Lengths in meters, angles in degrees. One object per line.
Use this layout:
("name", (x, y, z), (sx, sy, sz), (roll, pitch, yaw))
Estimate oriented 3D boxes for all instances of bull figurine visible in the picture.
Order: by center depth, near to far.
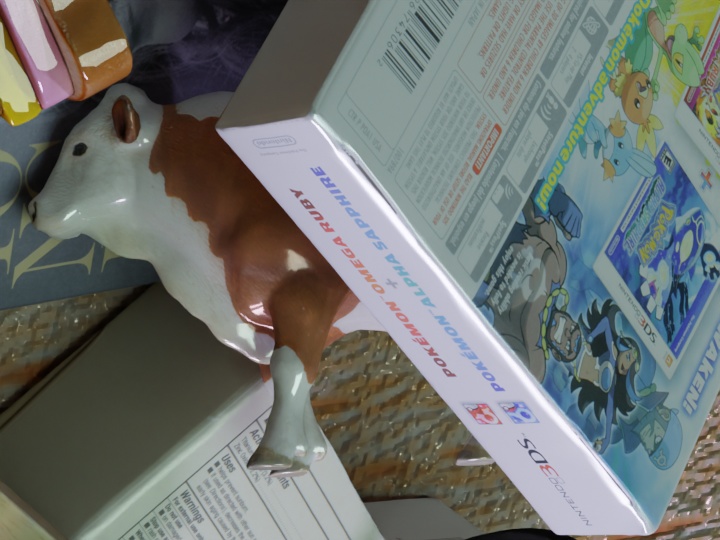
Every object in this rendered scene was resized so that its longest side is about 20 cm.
("bull figurine", (0.000, 0.000, 0.930), (0.199, 0.065, 0.122), (-3, 82, -19))

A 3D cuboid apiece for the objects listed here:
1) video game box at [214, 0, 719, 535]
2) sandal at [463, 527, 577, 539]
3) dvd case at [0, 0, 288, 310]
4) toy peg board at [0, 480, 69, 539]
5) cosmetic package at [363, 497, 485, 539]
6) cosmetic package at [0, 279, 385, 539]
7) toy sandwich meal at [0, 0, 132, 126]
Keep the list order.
("video game box", (0.063, -0.056, 0.888), (0.182, 0.047, 0.201), (49, 54, -30))
("sandal", (0.003, 0.139, 1.013), (0.045, 0.199, 0.076), (-4, 76, -51))
("dvd case", (-0.095, -0.057, 0.923), (0.199, 0.016, 0.150), (-10, 122, -36))
("toy peg board", (-0.145, 0.158, 0.829), (0.199, 0.098, 0.200), (-43, 144, -3))
("cosmetic package", (0.008, 0.196, 1.095), (0.081, 0.113, 0.201), (2, 112, -48))
("cosmetic package", (-0.099, 0.109, 0.980), (0.200, 0.073, 0.104), (-41, 134, -14))
("toy sandwich meal", (-0.127, -0.127, 0.730), (0.070, 0.205, 0.206), (-37, 134, -10))
